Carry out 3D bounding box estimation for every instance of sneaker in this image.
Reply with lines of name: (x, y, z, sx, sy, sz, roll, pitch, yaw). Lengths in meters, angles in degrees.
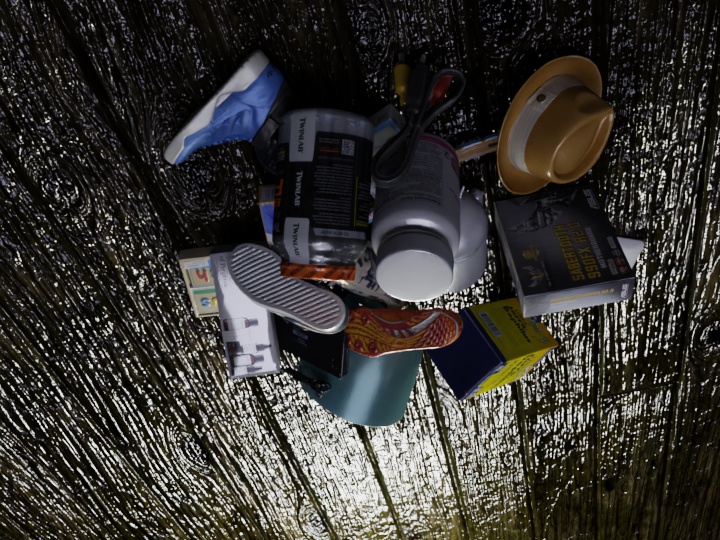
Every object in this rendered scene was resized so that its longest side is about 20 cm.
sneaker: (0.055, 0.091, 1.079, 0.197, 0.077, 0.074, 2, 91, 20)
sneaker: (-0.165, -0.184, 0.964, 0.199, 0.077, 0.111, -40, 112, 19)
sneaker: (-0.104, 0.034, 1.058, 0.079, 0.198, 0.079, -56, 163, -6)

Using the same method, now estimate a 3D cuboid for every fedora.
fedora: (0.272, -0.181, 0.967, 0.198, 0.082, 0.203, -22, 132, -27)

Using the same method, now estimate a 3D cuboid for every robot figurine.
robot figurine: (0.134, -0.045, 1.086, 0.112, 0.171, 0.201, 26, 158, 22)

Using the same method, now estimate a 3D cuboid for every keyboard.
keyboard: (-0.090, 0.123, 1.144, 0.020, 0.198, 0.129, -10, 112, -43)

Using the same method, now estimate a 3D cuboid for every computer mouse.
computer mouse: (-0.062, -0.129, 0.995, 0.059, 0.199, 0.034, -57, 163, 5)

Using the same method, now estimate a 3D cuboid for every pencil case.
pencil case: (0.000, 0.000, 1.052, 0.077, 0.091, 0.199, -17, 153, 37)

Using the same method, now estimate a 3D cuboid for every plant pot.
plant pot: (0.013, 0.128, 1.200, 0.198, 0.201, 0.163, 15, 112, -19)

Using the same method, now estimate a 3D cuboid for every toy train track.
toy train track: (0.149, -0.177, 1.034, 0.197, 0.033, 0.115, -16, 139, 17)

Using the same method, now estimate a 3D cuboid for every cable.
cable: (0.073, -0.188, 0.915, 0.095, 0.203, 0.050, 12, 165, 7)

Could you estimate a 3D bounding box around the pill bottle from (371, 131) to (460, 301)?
pill bottle: (0.071, -0.069, 0.920, 0.111, 0.202, 0.114, 4, 141, 3)

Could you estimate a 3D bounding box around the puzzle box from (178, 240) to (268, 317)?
puzzle box: (-0.185, 0.014, 1.181, 0.196, 0.026, 0.134, -6, 133, -1)

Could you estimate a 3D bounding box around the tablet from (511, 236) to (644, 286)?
tablet: (0.367, -0.010, 1.230, 0.196, 0.014, 0.131, 6, 131, -12)

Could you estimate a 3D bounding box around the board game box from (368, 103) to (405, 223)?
board game box: (0.007, -0.135, 1.035, 0.198, 0.035, 0.134, -26, 130, 32)

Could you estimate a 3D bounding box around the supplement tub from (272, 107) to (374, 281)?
supplement tub: (-0.047, -0.091, 0.905, 0.120, 0.122, 0.204, 4, 90, -10)

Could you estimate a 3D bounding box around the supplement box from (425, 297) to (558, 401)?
supplement box: (0.221, 0.126, 1.212, 0.198, 0.110, 0.109, -6, 145, -49)

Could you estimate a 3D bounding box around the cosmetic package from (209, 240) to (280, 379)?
cosmetic package: (-0.177, 0.062, 1.125, 0.081, 0.051, 0.204, -8, 105, -3)

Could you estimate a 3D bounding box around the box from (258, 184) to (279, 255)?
box: (-0.078, -0.046, 1.081, 0.117, 0.042, 0.202, -6, 137, 0)

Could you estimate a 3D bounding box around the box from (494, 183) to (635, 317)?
box: (0.294, -0.034, 1.073, 0.155, 0.202, 0.049, -9, 137, 4)
